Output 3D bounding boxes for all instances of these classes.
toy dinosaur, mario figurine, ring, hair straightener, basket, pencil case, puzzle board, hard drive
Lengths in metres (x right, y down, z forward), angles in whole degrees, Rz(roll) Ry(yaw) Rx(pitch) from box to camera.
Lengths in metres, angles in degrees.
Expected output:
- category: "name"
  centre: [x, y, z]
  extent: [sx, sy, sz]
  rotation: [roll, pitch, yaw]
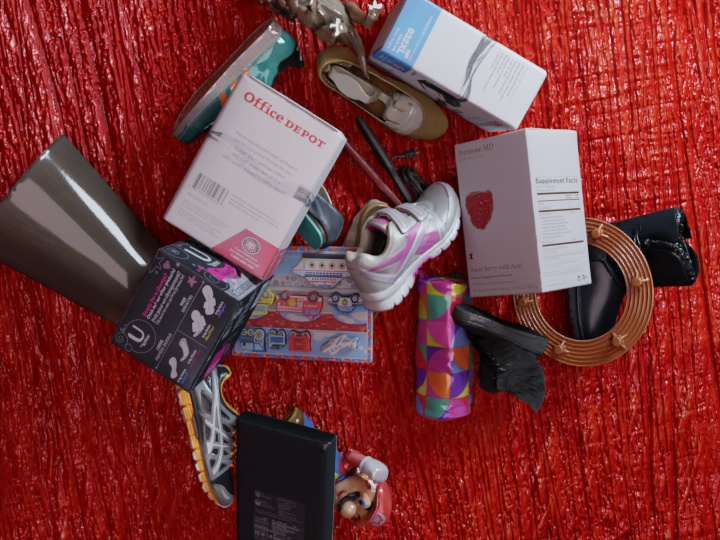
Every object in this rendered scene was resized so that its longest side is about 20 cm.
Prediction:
- category: "toy dinosaur"
  centre: [-0.054, -0.328, 1.083]
  extent: [0.200, 0.135, 0.086]
  rotation: [43, 73, -16]
- category: "mario figurine"
  centre: [-0.041, 0.283, 1.158]
  extent: [0.199, 0.123, 0.106]
  rotation: [40, 65, -5]
- category: "ring"
  centre: [0.295, 0.030, 1.157]
  extent: [0.198, 0.019, 0.204]
  rotation: [2, 93, 34]
- category: "hair straightener"
  centre: [0.057, -0.130, 1.158]
  extent: [0.077, 0.041, 0.200]
  rotation: [-42, 101, -1]
- category: "basket"
  centre: [-0.347, -0.036, 1.073]
  extent: [0.199, 0.136, 0.181]
  rotation: [39, 97, -14]
- category: "pencil case"
  centre: [0.114, 0.102, 1.177]
  extent: [0.087, 0.088, 0.204]
  rotation: [0, 95, -7]
- category: "puzzle board"
  centre: [-0.080, 0.044, 1.141]
  extent: [0.197, 0.017, 0.153]
  rotation: [2, 98, 12]
- category: "hard drive"
  centre: [-0.102, 0.297, 1.143]
  extent: [0.138, 0.033, 0.203]
  rotation: [11, 112, 20]

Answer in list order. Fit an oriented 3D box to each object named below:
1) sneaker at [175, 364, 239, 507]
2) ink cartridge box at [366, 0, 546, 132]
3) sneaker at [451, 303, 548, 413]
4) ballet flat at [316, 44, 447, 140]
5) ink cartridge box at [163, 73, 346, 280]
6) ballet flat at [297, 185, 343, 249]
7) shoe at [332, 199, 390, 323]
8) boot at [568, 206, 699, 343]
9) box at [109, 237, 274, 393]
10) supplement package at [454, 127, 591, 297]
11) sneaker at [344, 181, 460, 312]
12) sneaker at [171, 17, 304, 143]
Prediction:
- category: "sneaker"
  centre: [-0.195, 0.221, 1.153]
  extent: [0.076, 0.078, 0.203]
  rotation: [-14, 100, -14]
- category: "ink cartridge box"
  centre: [0.118, -0.262, 1.097]
  extent: [0.198, 0.145, 0.085]
  rotation: [28, 94, -10]
- category: "sneaker"
  centre: [0.185, 0.119, 1.146]
  extent: [0.198, 0.060, 0.105]
  rotation: [20, 100, -34]
- category: "ballet flat"
  centre: [0.025, -0.223, 1.128]
  extent: [0.198, 0.063, 0.069]
  rotation: [29, 120, -8]
- category: "ink cartridge box"
  centre: [-0.124, -0.114, 1.045]
  extent: [0.145, 0.083, 0.202]
  rotation: [31, 97, 0]
- category: "ballet flat"
  centre: [-0.094, -0.116, 1.128]
  extent: [0.073, 0.073, 0.200]
  rotation: [-42, 85, -1]
- category: "shoe"
  centre: [0.000, 0.000, 1.165]
  extent: [0.069, 0.053, 0.203]
  rotation: [10, 104, -25]
- category: "boot"
  centre: [0.371, 0.021, 1.162]
  extent: [0.166, 0.076, 0.204]
  rotation: [-4, 94, 33]
- category: "box"
  centre: [-0.200, 0.041, 1.050]
  extent: [0.114, 0.200, 0.133]
  rotation: [30, 100, 0]
- category: "supplement package"
  centre: [0.211, -0.074, 1.113]
  extent: [0.119, 0.120, 0.204]
  rotation: [-6, 90, -44]
- category: "sneaker"
  centre: [0.054, -0.047, 1.088]
  extent: [0.201, 0.081, 0.089]
  rotation: [-53, 126, -23]
- category: "sneaker"
  centre: [-0.156, -0.226, 1.102]
  extent: [0.200, 0.072, 0.080]
  rotation: [-43, 116, 9]
